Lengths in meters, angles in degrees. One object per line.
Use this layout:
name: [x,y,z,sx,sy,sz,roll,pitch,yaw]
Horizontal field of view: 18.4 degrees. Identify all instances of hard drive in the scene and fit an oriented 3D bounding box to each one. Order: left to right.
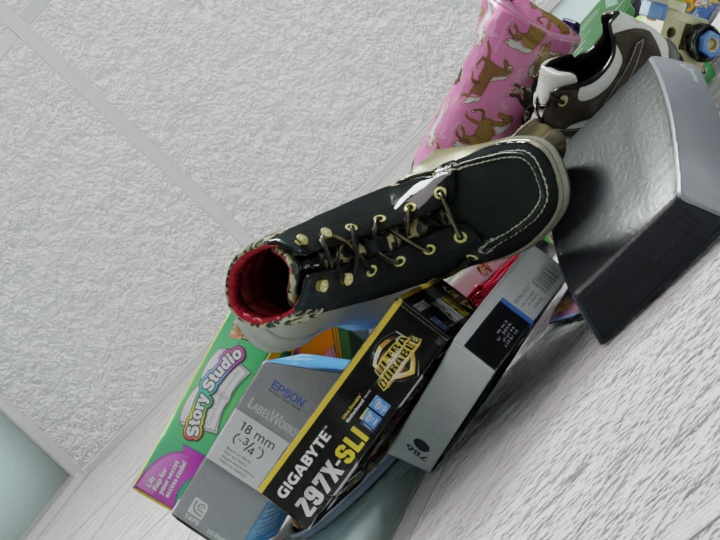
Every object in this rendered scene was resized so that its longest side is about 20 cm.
hard drive: [0.177,-0.054,1.441,0.135,0.042,0.200,-45,22,25]

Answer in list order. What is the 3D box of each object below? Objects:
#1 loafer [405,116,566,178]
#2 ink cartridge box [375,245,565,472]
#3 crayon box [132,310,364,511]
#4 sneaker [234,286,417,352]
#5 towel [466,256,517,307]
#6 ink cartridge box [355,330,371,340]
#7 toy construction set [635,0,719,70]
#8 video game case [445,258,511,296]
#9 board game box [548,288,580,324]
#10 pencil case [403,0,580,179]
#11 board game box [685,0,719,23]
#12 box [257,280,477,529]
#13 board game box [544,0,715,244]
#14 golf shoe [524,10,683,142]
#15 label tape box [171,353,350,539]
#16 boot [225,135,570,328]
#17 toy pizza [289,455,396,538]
loafer: [0.067,-0.053,1.524,0.076,0.067,0.200,-44,2,-39]
ink cartridge box: [0.074,0.070,1.509,0.100,0.039,0.200,-51,-6,-31]
crayon box: [-0.084,0.118,1.825,0.201,0.058,0.173,-62,-24,-5]
sneaker: [0.000,0.000,1.627,0.200,0.075,0.088,-27,-11,-49]
towel: [0.049,0.055,1.799,0.200,0.023,0.145,-36,-1,26]
ink cartridge box: [-0.021,0.091,2.024,0.200,0.086,0.146,-51,6,-25]
toy construction set: [0.203,-0.148,1.667,0.092,0.131,0.201,49,121,52]
video game case: [0.123,-0.022,1.933,0.182,0.023,0.200,-44,-1,36]
board game box: [0.184,-0.038,1.538,0.158,0.039,0.200,-48,5,-13]
pencil case: [0.087,-0.105,1.639,0.086,0.083,0.201,2,-63,-55]
board game box: [0.253,-0.182,1.918,0.135,0.034,0.200,-48,-6,-10]
box: [0.012,0.086,1.525,0.160,0.049,0.200,-53,-6,10]
board game box: [0.192,-0.132,1.755,0.029,0.135,0.200,27,69,42]
golf shoe: [0.139,-0.102,1.581,0.200,0.094,0.078,-45,28,5]
label tape box: [-0.051,0.109,1.678,0.200,0.063,0.144,-58,-8,5]
boot: [0.023,-0.019,1.417,0.153,0.074,0.203,-21,-1,-43]
toy pizza: [0.005,0.132,1.775,0.200,0.032,0.200,-47,5,5]
